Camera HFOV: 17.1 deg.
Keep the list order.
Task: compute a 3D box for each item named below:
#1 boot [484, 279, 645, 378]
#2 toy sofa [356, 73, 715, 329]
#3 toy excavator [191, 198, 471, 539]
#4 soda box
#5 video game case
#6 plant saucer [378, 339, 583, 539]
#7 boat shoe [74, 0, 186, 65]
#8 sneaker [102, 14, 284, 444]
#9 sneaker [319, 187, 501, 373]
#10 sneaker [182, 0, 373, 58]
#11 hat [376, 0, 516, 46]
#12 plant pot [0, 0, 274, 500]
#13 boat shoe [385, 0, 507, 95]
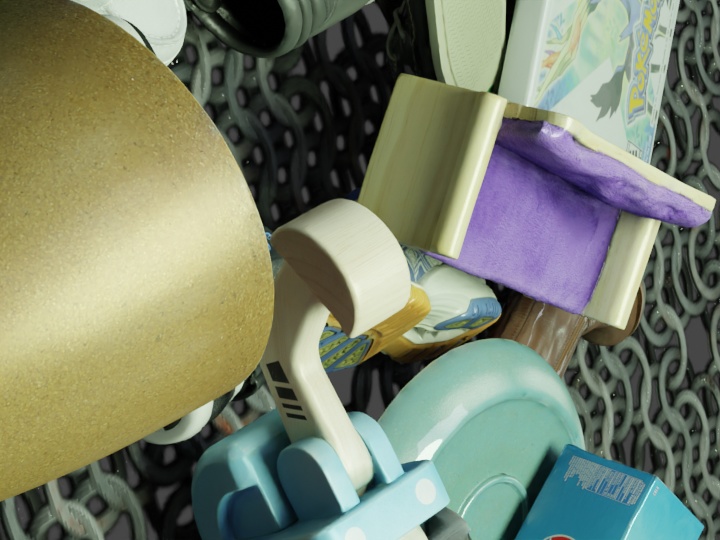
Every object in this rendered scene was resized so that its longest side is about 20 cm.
[{"bbox_3d":[0.100,0.068,1.390,0.200,0.064,0.186,-69,153,-23],"label":"boot"},{"bbox_3d":[0.092,-0.028,1.215,0.200,0.098,0.083,21,88,-56],"label":"toy sofa"},{"bbox_3d":[-0.024,0.081,1.090,0.100,0.194,0.200,-31,97,-38],"label":"toy excavator"},{"bbox_3d":[0.101,0.198,1.260,0.068,0.064,0.200,44,71,-47],"label":"soda box"},{"bbox_3d":[0.137,-0.159,1.326,0.182,0.022,0.200,26,73,-61],"label":"video game case"},{"bbox_3d":[0.061,0.137,1.273,0.200,0.027,0.200,-21,118,-44],"label":"plant saucer"},{"bbox_3d":[-0.130,-0.153,1.076,0.200,0.068,0.072,45,47,-44],"label":"boat shoe"},{"bbox_3d":[-0.089,-0.030,1.119,0.112,0.073,0.200,-35,120,-57],"label":"sneaker"},{"bbox_3d":[0.000,0.000,1.246,0.088,0.075,0.200,64,19,13],"label":"sneaker"},{"bbox_3d":[-0.069,-0.191,1.160,0.200,0.071,0.099,53,46,-15],"label":"sneaker"},{"bbox_3d":[0.103,-0.183,1.380,0.200,0.081,0.201,-13,109,-42],"label":"hat"},{"bbox_3d":[-0.166,0.021,0.908,0.200,0.186,0.187,-39,116,-38],"label":"plant pot"},{"bbox_3d":[0.039,-0.114,1.245,0.072,0.068,0.200,-51,145,-37],"label":"boat shoe"}]
